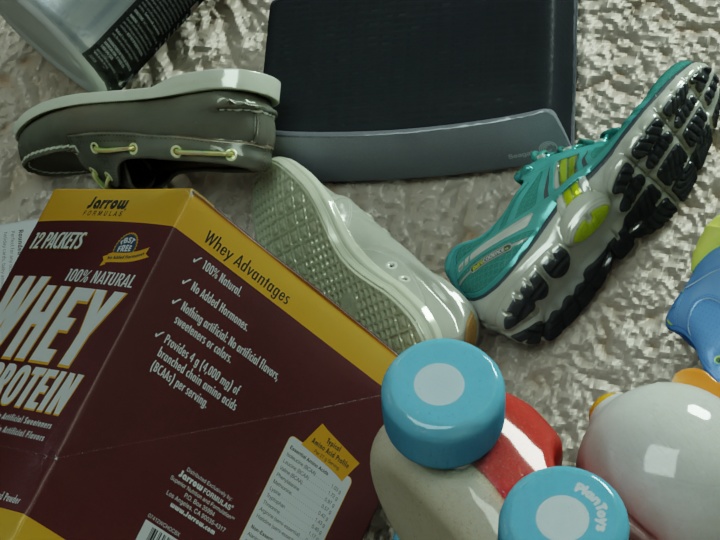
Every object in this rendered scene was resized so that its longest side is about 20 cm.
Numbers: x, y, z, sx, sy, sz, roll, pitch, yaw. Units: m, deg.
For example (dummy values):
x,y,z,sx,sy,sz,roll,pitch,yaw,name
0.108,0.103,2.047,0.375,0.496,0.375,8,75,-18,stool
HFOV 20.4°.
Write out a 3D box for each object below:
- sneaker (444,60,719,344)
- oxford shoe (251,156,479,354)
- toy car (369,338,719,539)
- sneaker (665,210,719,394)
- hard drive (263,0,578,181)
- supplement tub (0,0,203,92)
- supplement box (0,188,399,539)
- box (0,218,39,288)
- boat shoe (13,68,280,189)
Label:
x,y,z,sx,sy,sz,roll,pitch,yaw,name
0.128,-0.051,1.152,0.200,0.078,0.080,-45,51,-7,sneaker
0.000,0.000,1.176,0.058,0.075,0.200,-12,40,-35,oxford shoe
0.126,0.105,1.027,0.200,0.185,0.177,-31,57,-19,toy car
0.246,0.052,1.070,0.105,0.076,0.200,-52,53,2,sneaker
0.032,-0.124,1.233,0.199,0.042,0.136,-3,64,16,hard drive
-0.140,-0.221,1.291,0.122,0.123,0.200,35,78,29,supplement tub
-0.103,0.092,1.057,0.132,0.197,0.201,3,61,50,supplement box
-0.190,0.043,1.221,0.199,0.041,0.157,-10,62,14,box
-0.136,-0.078,1.237,0.201,0.072,0.061,-8,77,33,boat shoe
